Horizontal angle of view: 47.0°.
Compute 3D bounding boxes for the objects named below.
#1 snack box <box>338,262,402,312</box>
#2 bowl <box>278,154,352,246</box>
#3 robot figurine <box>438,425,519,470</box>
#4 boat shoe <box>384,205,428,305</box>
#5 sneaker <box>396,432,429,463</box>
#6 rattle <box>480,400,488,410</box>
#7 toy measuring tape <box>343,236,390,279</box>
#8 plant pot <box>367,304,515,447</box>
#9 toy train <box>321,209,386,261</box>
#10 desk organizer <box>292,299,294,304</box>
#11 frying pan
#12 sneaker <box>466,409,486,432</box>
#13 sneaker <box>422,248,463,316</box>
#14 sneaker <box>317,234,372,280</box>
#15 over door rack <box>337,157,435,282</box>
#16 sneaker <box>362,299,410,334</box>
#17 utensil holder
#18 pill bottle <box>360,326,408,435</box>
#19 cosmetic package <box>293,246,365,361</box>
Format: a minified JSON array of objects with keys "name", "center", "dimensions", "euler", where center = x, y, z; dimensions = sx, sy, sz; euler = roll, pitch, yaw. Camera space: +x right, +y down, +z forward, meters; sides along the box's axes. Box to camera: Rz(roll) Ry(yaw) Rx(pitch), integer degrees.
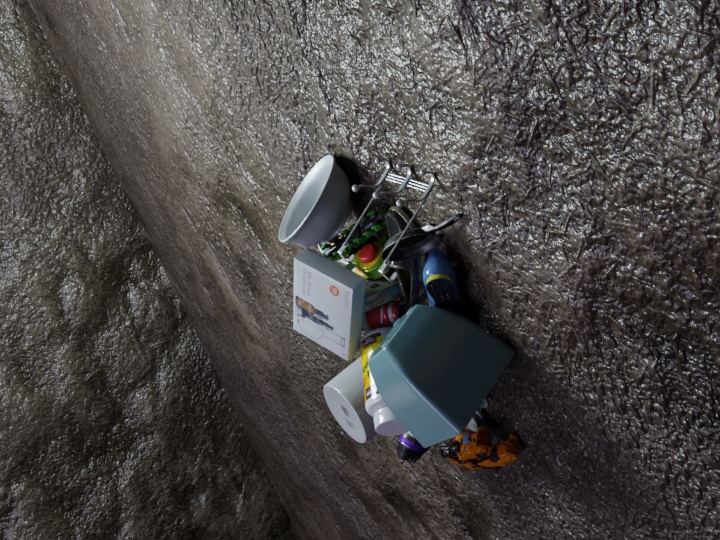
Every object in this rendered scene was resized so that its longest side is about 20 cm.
[{"name":"snack box","center":[-0.009,0.022,1.774],"dimensions":[0.199,0.115,0.038],"euler":[29,131,48]},{"name":"bowl","center":[-0.078,-0.126,1.684],"dimensions":[0.090,0.204,0.200],"euler":[30,164,-20]},{"name":"robot figurine","center":[0.250,0.378,1.740],"dimensions":[0.143,0.059,0.200],"euler":[18,158,-10]},{"name":"boat shoe","center":[0.086,-0.023,1.596],"dimensions":[0.071,0.066,0.203],"euler":[18,135,56]},{"name":"sneaker","center":[0.132,0.376,1.854],"dimensions":[0.069,0.199,0.101],"euler":[30,103,24]},{"name":"rattle","center":[0.184,0.205,1.738],"dimensions":[0.198,0.145,0.130],"euler":[1,156,45]},{"name":"toy measuring tape","center":[0.000,0.000,1.674],"dimensions":[0.074,0.198,0.074],"euler":[46,-157,-26]},{"name":"plant pot","center":[0.130,0.179,1.548],"dimensions":[0.199,0.196,0.196],"euler":[41,156,0]},{"name":"toy train","center":[-0.008,-0.068,1.670],"dimensions":[0.199,0.056,0.042],"euler":[-32,70,45]},{"name":"desk organizer","center":[-0.080,0.076,1.892],"dimensions":[0.078,0.071,0.200],"euler":[68,-161,-1]},{"name":"frying pan","center":[0.100,-0.062,1.479],"dimensions":[0.190,0.113,0.031],"euler":[119,139,-62]},{"name":"sneaker","center":[0.192,0.315,1.790],"dimensions":[0.199,0.085,0.078],"euler":[18,137,54]},{"name":"sneaker","center":[0.156,0.035,1.559],"dimensions":[0.201,0.065,0.080],"euler":[72,-167,-55]},{"name":"sneaker","center":[-0.021,-0.058,1.779],"dimensions":[0.199,0.069,0.091],"euler":[33,133,43]},{"name":"over door rack","center":[0.036,-0.097,1.461],"dimensions":[0.066,0.203,0.147],"euler":[23,-179,-38]},{"name":"sneaker","center":[0.074,0.115,1.788],"dimensions":[0.110,0.073,0.200],"euler":[-5,160,20]},{"name":"utensil holder","center":[0.037,0.270,1.894],"dimensions":[0.170,0.199,0.171],"euler":[43,153,29]},{"name":"pill bottle","center":[0.059,0.226,1.681],"dimensions":[0.110,0.107,0.203],"euler":[96,170,-56]},{"name":"cosmetic package","center":[-0.067,0.070,1.694],"dimensions":[0.149,0.052,0.202],"euler":[25,135,23]}]
